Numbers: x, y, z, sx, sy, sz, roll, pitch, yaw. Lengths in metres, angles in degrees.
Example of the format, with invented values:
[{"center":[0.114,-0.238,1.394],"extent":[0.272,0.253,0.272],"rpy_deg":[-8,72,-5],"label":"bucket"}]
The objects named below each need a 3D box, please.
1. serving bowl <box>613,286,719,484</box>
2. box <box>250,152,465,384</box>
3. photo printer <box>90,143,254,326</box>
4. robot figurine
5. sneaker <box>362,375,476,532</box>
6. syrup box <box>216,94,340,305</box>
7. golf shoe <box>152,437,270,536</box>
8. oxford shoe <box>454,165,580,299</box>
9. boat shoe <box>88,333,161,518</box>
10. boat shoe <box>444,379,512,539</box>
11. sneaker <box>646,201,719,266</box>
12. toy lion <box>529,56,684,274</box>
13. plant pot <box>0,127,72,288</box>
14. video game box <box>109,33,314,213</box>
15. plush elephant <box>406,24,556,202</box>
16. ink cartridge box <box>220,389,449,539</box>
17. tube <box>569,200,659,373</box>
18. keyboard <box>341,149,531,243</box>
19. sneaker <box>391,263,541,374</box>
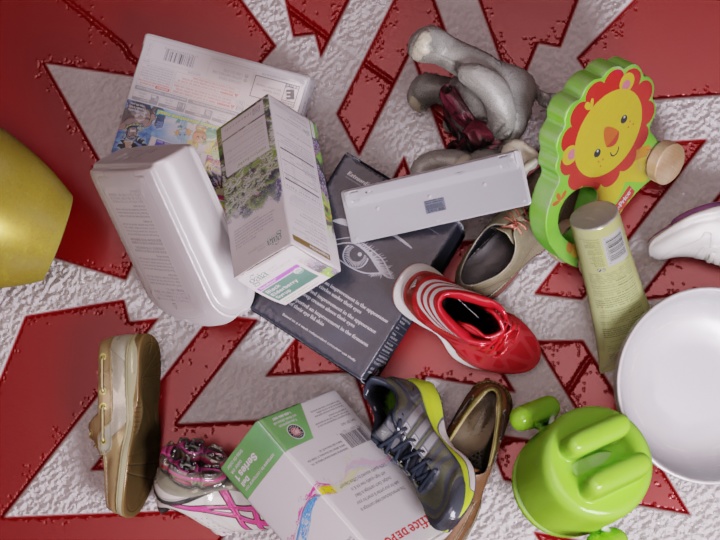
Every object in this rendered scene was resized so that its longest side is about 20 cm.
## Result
[{"center":[0.351,0.118,1.615],"extent":[0.199,0.066,0.201],"rpy_deg":[0,88,-10],"label":"serving bowl"},{"center":[0.000,0.000,1.670],"extent":[0.148,0.104,0.200],"rpy_deg":[33,88,11],"label":"box"},{"center":[-0.195,-0.034,1.654],"extent":[0.069,0.166,0.201],"rpy_deg":[-32,109,-28],"label":"photo printer"},{"center":[0.221,0.205,1.574],"extent":[0.115,0.200,0.176],"rpy_deg":[-24,78,-17],"label":"robot figurine"},{"center":[0.053,0.186,1.604],"extent":[0.074,0.081,0.200],"rpy_deg":[-54,39,25],"label":"sneaker"},{"center":[-0.086,-0.074,1.610],"extent":[0.079,0.081,0.201],"rpy_deg":[-31,52,28],"label":"syrup box"},{"center":[-0.126,0.248,1.686],"extent":[0.199,0.073,0.092],"rpy_deg":[17,121,3],"label":"golf shoe"},{"center":[0.176,-0.047,1.665],"extent":[0.070,0.075,0.200],"rpy_deg":[37,89,11],"label":"oxford shoe"},{"center":[-0.262,0.169,1.711],"extent":[0.066,0.074,0.201],"rpy_deg":[2,82,21],"label":"boat shoe"},{"center":[0.103,0.210,1.649],"extent":[0.072,0.068,0.201],"rpy_deg":[18,87,7],"label":"boat shoe"},{"center":[0.402,-0.025,1.631],"extent":[0.199,0.075,0.100],"rpy_deg":[-10,81,7],"label":"sneaker"},{"center":[0.240,-0.112,1.604],"extent":[0.069,0.192,0.200],"rpy_deg":[34,89,42],"label":"toy lion"},{"center":[-0.399,-0.060,1.708],"extent":[0.141,0.200,0.201],"rpy_deg":[20,86,-16],"label":"plant pot"},{"center":[-0.170,-0.151,1.742],"extent":[0.199,0.047,0.183],"rpy_deg":[16,84,10],"label":"video game box"},{"center":[0.122,-0.136,1.637],"extent":[0.199,0.165,0.155],"rpy_deg":[18,74,-1],"label":"plush elephant"},{"center":[-0.022,0.234,1.607],"extent":[0.200,0.145,0.084],"rpy_deg":[47,120,16],"label":"ink cartridge box"},{"center":[0.262,0.021,1.616],"extent":[0.058,0.201,0.052],"rpy_deg":[9,43,39],"label":"tube"},{"center":[0.074,-0.074,1.581],"extent":[0.199,0.011,0.057],"rpy_deg":[-12,96,24],"label":"keyboard"},{"center":[0.129,0.069,1.595],"extent":[0.200,0.115,0.079],"rpy_deg":[26,93,-31],"label":"sneaker"}]
